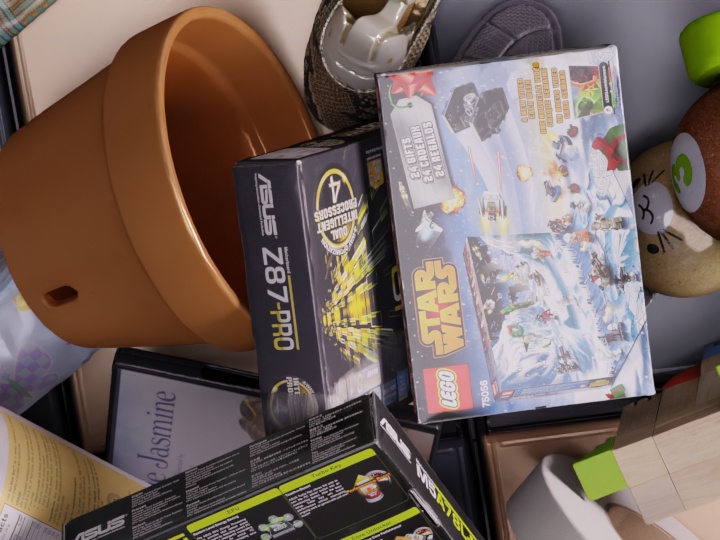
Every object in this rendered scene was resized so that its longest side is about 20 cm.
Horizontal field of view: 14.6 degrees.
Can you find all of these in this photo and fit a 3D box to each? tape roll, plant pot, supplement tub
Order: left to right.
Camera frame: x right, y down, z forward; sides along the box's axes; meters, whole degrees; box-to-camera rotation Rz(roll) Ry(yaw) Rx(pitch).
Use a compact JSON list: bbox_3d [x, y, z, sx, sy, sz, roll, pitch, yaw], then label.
[{"bbox_3d":[-0.220,0.155,1.640,0.200,0.145,0.145,32,105,-34],"label":"supplement tub"},{"bbox_3d":[-0.119,-0.037,1.633,0.140,0.200,0.200,-19,101,25],"label":"plant pot"},{"bbox_3d":[0.174,0.186,1.645,0.203,0.203,0.037,37,102,-4],"label":"tape roll"}]

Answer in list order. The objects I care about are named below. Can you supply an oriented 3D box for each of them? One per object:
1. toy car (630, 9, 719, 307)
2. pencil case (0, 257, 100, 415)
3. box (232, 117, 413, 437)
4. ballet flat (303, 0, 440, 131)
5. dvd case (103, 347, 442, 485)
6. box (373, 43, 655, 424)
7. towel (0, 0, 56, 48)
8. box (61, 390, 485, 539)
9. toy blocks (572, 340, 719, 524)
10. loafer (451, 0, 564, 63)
[{"bbox_3d":[0.188,-0.035,1.631,0.200,0.158,0.164,-23,72,31],"label":"toy car"},{"bbox_3d":[-0.249,0.062,1.707,0.200,0.083,0.091,-36,134,10],"label":"pencil case"},{"bbox_3d":[0.000,0.000,1.614,0.049,0.200,0.161,0,100,27],"label":"box"},{"bbox_3d":[0.021,-0.168,1.641,0.068,0.075,0.200,30,103,-2],"label":"ballet flat"},{"bbox_3d":[-0.057,0.117,1.704,0.200,0.018,0.143,12,136,2],"label":"dvd case"},{"bbox_3d":[0.086,-0.021,1.582,0.137,0.040,0.200,-7,96,-2],"label":"box"},{"bbox_3d":[-0.207,-0.234,1.672,0.200,0.022,0.147,-39,96,12],"label":"towel"},{"bbox_3d":[-0.035,0.175,1.572,0.200,0.048,0.193,-24,127,16],"label":"box"},{"bbox_3d":[0.233,0.078,1.656,0.200,0.137,0.100,-22,102,16],"label":"toy blocks"},{"bbox_3d":[0.076,-0.060,1.657,0.072,0.063,0.200,10,77,11],"label":"loafer"}]
